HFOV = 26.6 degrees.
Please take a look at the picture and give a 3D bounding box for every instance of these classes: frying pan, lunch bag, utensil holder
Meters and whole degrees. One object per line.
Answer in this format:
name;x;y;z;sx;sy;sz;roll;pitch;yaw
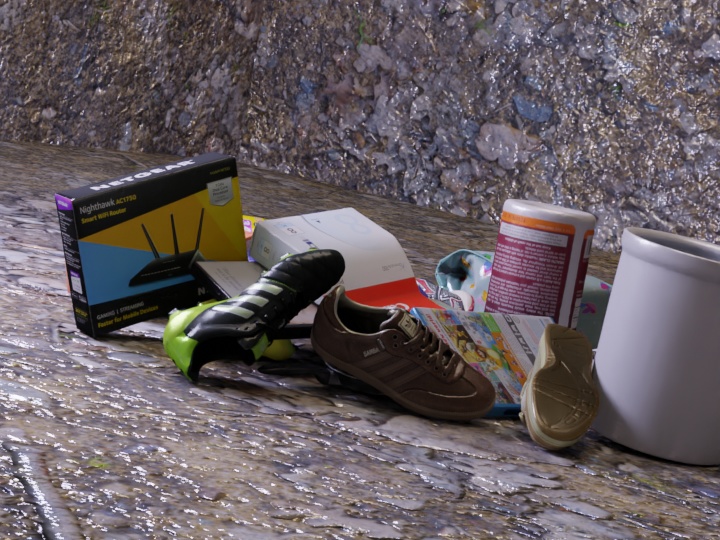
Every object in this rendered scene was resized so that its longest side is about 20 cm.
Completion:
frying pan;-0.005;0.108;1.543;0.114;0.031;0.189;17;19;33
lunch bag;0.213;0.038;2.038;0.169;0.124;0.199;4;15;-35
utensil holder;0.325;0.076;1.545;0.168;0.203;0.170;12;10;-2

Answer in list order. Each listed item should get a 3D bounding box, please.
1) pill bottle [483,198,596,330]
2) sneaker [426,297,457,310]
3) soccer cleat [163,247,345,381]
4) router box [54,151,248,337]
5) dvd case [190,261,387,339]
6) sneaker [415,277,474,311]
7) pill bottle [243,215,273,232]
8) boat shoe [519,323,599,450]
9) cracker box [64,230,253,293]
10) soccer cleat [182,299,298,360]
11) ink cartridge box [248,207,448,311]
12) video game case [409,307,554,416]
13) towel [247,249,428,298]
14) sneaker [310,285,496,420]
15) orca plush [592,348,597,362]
pill bottle;0.209;0.023;1.816;0.113;0.203;0.114;10;7;-1
sneaker;0.142;0.101;1.690;0.198;0.075;0.118;17;20;-3
soccer cleat;-0.096;0.045;1.488;0.198;0.068;0.081;-26;50;-10
router box;-0.218;-0.030;1.619;0.198;0.151;0.051;-19;21;-33
dvd case;-0.066;0.029;1.630;0.198;0.018;0.142;0;29;-40
sneaker;0.074;0.052;1.871;0.074;0.082;0.199;15;2;-28
pill bottle;-0.106;-0.014;2.037;0.197;0.106;0.104;8;8;-19
boat shoe;0.194;0.127;1.521;0.072;0.064;0.201;21;28;-4
cracker box;-0.236;-0.009;1.819;0.133;0.058;0.199;16;26;39
soccer cleat;-0.135;0.062;1.668;0.083;0.065;0.200;-26;27;-21
ink cartridge box;0.000;0.000;1.661;0.199;0.048;0.159;32;26;33
video game case;0.158;0.099;1.620;0.198;0.018;0.144;6;41;-35
towel;-0.035;0.022;1.759;0.198;0.050;0.148;-2;29;-35
sneaker;0.044;0.081;1.496;0.198;0.076;0.071;21;42;7
orca plush;0.335;0.140;1.751;0.197;0.072;0.106;13;-38;-11
